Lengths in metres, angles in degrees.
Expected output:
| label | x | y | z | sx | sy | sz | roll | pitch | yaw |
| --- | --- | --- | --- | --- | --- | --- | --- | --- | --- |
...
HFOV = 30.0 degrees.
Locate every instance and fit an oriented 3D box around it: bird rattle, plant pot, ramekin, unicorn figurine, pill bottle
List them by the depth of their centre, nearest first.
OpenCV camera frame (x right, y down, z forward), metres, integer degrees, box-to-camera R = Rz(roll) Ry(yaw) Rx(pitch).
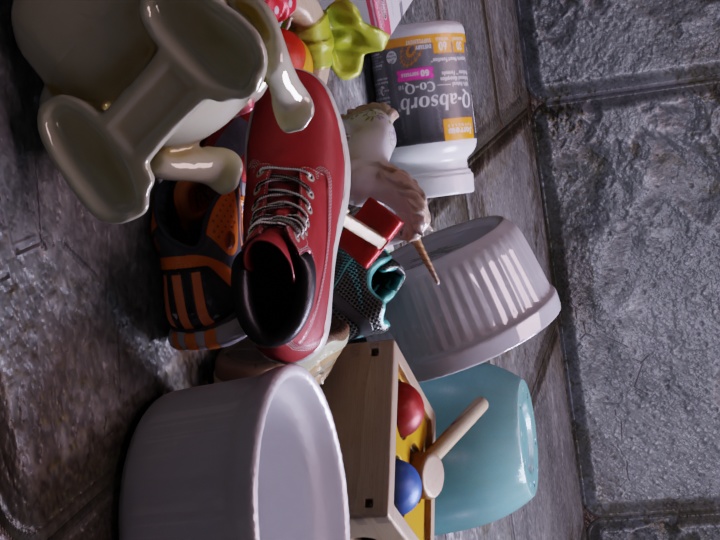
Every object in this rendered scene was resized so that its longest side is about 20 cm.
| label | x | y | z | sx | sy | sz | roll | pitch | yaw |
| --- | --- | --- | --- | --- | --- | --- | --- | --- | --- |
| ramekin | -0.079 | 0.165 | 0.878 | 0.200 | 0.097 | 0.202 | -6 | 90 | -75 |
| bird rattle | -0.061 | -0.193 | 1.110 | 0.200 | 0.112 | 0.164 | 41 | 61 | -65 |
| unicorn figurine | -0.002 | -0.085 | 1.195 | 0.074 | 0.137 | 0.201 | 63 | 25 | -54 |
| ramekin | 0.089 | 0.023 | 1.337 | 0.200 | 0.199 | 0.106 | -50 | 120 | -70 |
| plant pot | 0.102 | 0.185 | 1.435 | 0.200 | 0.160 | 0.202 | -6 | 90 | -75 |
| pill bottle | 0.077 | -0.187 | 1.582 | 0.116 | 0.116 | 0.201 | -20 | 103 | -75 |

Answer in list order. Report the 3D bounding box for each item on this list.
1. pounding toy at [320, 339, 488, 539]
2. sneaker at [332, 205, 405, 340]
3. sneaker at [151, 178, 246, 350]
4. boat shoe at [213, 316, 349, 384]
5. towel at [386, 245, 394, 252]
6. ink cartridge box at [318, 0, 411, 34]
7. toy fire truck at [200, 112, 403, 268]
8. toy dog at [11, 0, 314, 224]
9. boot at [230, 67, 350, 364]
| label | x | y | z | sx | sy | sz | roll | pitch | yaw |
| --- | --- | --- | --- | --- | --- | --- | --- | --- | --- |
| pounding toy | 0.025 | 0.164 | 1.184 | 0.200 | 0.141 | 0.185 | 60 | 28 | -56 |
| sneaker | 0.000 | 0.000 | 1.259 | 0.201 | 0.091 | 0.078 | -80 | 159 | -47 |
| sneaker | -0.088 | -0.025 | 0.964 | 0.200 | 0.077 | 0.113 | -52 | 135 | -69 |
| boat shoe | -0.065 | 0.084 | 1.053 | 0.200 | 0.071 | 0.077 | -25 | 122 | -66 |
| towel | 0.010 | -0.040 | 1.446 | 0.153 | 0.023 | 0.201 | -31 | 114 | -73 |
| ink cartridge box | -0.009 | -0.318 | 1.375 | 0.200 | 0.084 | 0.146 | -63 | 144 | -62 |
| toy fire truck | -0.047 | -0.068 | 1.027 | 0.141 | 0.049 | 0.200 | 41 | 5 | 14 |
| toy dog | -0.122 | -0.131 | 0.815 | 0.194 | 0.140 | 0.200 | 38 | 17 | 4 |
| boot | -0.047 | -0.046 | 0.853 | 0.144 | 0.072 | 0.201 | 70 | 20 | -79 |
